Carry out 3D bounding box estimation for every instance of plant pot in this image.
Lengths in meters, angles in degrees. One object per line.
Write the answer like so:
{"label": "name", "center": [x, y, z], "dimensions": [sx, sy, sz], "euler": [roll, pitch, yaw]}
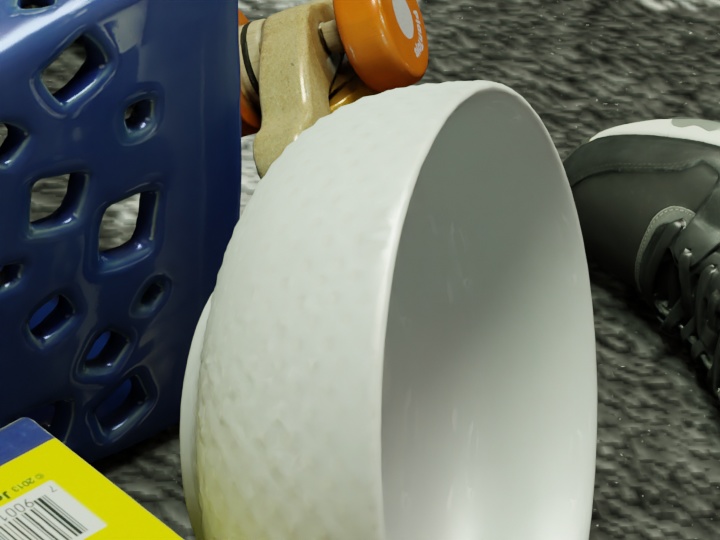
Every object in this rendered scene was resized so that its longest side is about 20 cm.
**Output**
{"label": "plant pot", "center": [-0.167, -0.033, 0.863], "dimensions": [0.199, 0.201, 0.180], "euler": [30, 48, 28]}

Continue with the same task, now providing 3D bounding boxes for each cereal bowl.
{"label": "cereal bowl", "center": [0.004, 0.045, 0.785], "dimensions": [0.083, 0.201, 0.200], "euler": [2, 33, 22]}

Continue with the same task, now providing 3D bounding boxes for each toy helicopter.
{"label": "toy helicopter", "center": [0.000, 0.000, 0.929], "dimensions": [0.078, 0.132, 0.201], "euler": [-15, 56, 19]}

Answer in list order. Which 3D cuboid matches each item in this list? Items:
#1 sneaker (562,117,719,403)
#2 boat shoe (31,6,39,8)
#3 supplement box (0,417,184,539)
{"label": "sneaker", "center": [0.143, 0.014, 0.948], "dimensions": [0.199, 0.076, 0.088], "euler": [25, 46, 24]}
{"label": "boat shoe", "center": [-0.114, -0.131, 1.117], "dimensions": [0.070, 0.072, 0.200], "euler": [-12, 29, -10]}
{"label": "supplement box", "center": [-0.065, 0.148, 0.697], "dimensions": [0.200, 0.109, 0.109], "euler": [33, 44, 32]}
